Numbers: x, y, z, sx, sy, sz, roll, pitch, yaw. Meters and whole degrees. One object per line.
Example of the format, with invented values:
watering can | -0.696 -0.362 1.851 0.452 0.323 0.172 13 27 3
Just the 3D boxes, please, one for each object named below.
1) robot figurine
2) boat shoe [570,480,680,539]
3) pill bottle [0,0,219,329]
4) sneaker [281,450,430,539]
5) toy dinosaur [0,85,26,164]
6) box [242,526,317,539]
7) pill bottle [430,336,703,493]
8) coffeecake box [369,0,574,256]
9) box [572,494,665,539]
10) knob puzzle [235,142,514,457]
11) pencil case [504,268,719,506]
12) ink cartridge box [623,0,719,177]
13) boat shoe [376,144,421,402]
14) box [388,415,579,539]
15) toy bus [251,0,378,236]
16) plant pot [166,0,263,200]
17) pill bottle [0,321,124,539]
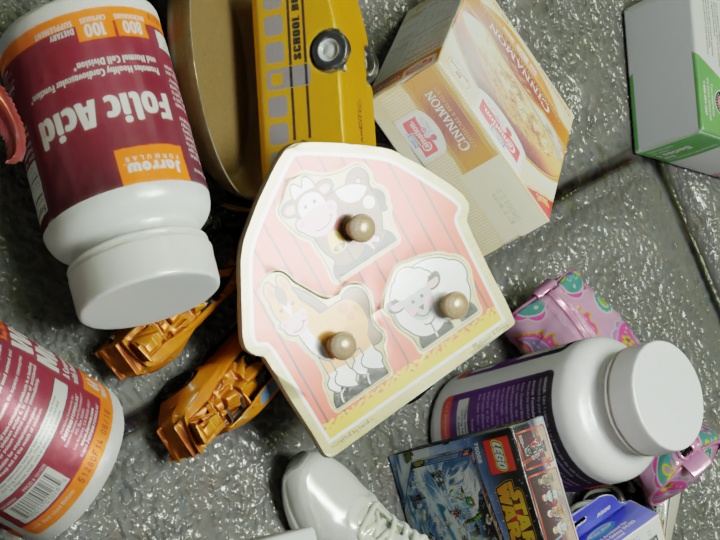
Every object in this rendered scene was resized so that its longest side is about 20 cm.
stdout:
robot figurine | -0.092 0.036 1.449 0.145 0.058 0.200 56 47 -16
boat shoe | 0.207 0.195 1.672 0.093 0.074 0.201 23 62 -44
pill bottle | -0.164 -0.071 1.353 0.114 0.114 0.201 -1 66 -44
sneaker | 0.022 0.203 1.491 0.200 0.080 0.071 51 50 -18
toy dinosaur | -0.274 -0.193 1.281 0.105 0.199 0.182 -49 156 -30
box | -0.129 0.235 1.302 0.199 0.124 0.098 -7 82 -44
pill bottle | 0.158 0.113 1.564 0.111 0.200 0.112 15 67 -39
coffeecake box | 0.090 -0.125 1.619 0.154 0.073 0.200 54 25 -17
box | 0.194 0.274 1.594 0.119 0.041 0.201 -31 121 -25
knob puzzle | 0.000 0.000 1.431 0.219 0.030 0.221 0 91 -23
pencil case | 0.205 0.094 1.651 0.087 0.088 0.200 -22 67 -45
ink cartridge box | 0.345 -0.167 1.916 0.199 0.084 0.146 12 69 -41
boat shoe | 0.033 -0.005 1.537 0.074 0.093 0.201 -5 80 -17
box | 0.105 0.218 1.523 0.040 0.137 0.201 -14 87 -42
toy bus | -0.031 -0.113 1.500 0.065 0.078 0.201 18 67 -66
plant pot | -0.099 -0.149 1.468 0.200 0.027 0.201 -5 90 -76
pill bottle | -0.251 0.076 1.248 0.200 0.109 0.110 36 55 -31
